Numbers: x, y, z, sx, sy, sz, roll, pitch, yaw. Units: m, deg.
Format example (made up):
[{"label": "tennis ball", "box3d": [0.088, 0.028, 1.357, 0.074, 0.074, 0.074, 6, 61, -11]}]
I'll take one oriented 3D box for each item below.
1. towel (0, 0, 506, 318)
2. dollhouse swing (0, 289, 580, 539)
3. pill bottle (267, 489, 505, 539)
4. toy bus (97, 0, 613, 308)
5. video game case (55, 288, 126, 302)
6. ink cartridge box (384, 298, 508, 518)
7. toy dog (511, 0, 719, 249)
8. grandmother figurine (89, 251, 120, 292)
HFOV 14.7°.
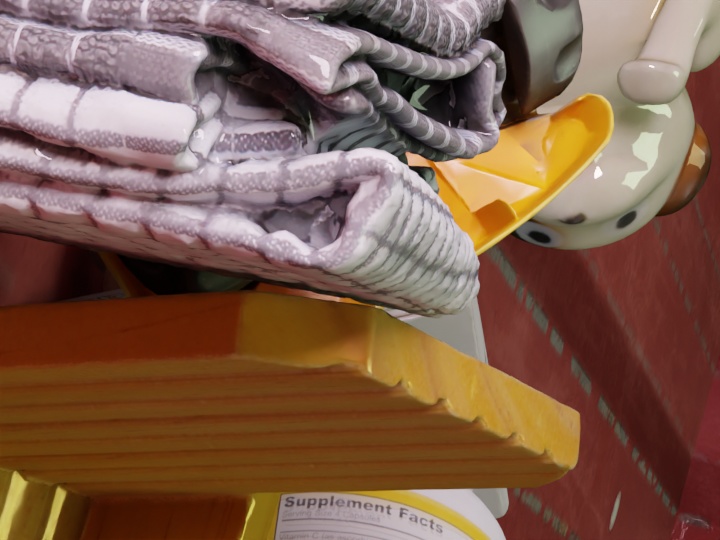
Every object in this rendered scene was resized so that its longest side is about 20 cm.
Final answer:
[{"label": "towel", "box3d": [-0.069, -0.051, 0.609, 0.166, 0.199, 0.086, 17, 84, -77]}, {"label": "dollhouse swing", "box3d": [-0.065, 0.092, 0.715, 0.200, 0.175, 0.183, 29, 76, -60]}, {"label": "pill bottle", "box3d": [-0.008, 0.128, 0.913, 0.112, 0.111, 0.201, 88, 8, -50]}, {"label": "toy bus", "box3d": [-0.048, -0.071, 0.802, 0.135, 0.201, 0.192, -32, 179, -21]}, {"label": "video game case", "box3d": [-0.116, 0.112, 0.833, 0.182, 0.024, 0.201, -12, 111, -57]}, {"label": "ink cartridge box", "box3d": [0.000, 0.000, 1.079, 0.200, 0.084, 0.147, 75, 3, -61]}, {"label": "toy dog", "box3d": [0.081, -0.108, 1.148, 0.194, 0.139, 0.201, -122, -151, -77]}, {"label": "grandmother figurine", "box3d": [-0.091, 0.062, 0.943, 0.121, 0.060, 0.201, 91, 19, -71]}]
